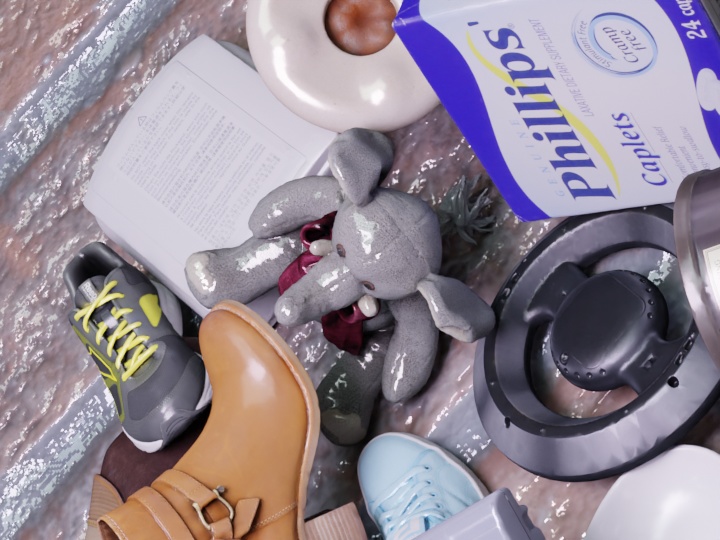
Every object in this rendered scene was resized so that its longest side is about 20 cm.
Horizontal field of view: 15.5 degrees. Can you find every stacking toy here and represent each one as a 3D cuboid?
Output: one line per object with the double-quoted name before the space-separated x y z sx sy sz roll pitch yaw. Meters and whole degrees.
"stacking toy" 0.000 -0.143 1.748 0.145 0.200 0.147 0 80 0

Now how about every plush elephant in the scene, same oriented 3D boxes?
"plush elephant" 0.000 0.000 1.669 0.200 0.155 0.165 -37 83 2

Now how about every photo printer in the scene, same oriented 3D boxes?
"photo printer" -0.098 -0.065 1.841 0.200 0.069 0.167 37 92 41

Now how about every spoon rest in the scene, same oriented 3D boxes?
"spoon rest" 0.154 0.190 1.543 0.099 0.061 0.200 35 92 41

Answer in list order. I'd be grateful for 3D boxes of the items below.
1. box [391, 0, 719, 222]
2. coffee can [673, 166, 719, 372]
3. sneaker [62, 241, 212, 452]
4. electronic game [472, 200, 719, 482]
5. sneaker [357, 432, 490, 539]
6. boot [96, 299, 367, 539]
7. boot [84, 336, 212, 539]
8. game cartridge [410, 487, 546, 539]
"box" 0.154 -0.134 1.601 0.199 0.184 0.105 -8 44 34
"coffee can" 0.297 -0.017 1.482 0.199 0.146 0.147 -20 58 27
"sneaker" -0.157 0.050 1.762 0.074 0.085 0.200 -43 30 5
"electronic game" 0.153 0.038 1.624 0.200 0.042 0.201 -24 48 29
"sneaker" 0.046 0.164 1.619 0.074 0.082 0.200 -45 50 8
"boot" -0.097 0.127 1.615 0.077 0.155 0.201 -29 81 61
"boot" -0.105 0.120 1.739 0.200 0.072 0.167 1 65 53
"game cartridge" 0.084 0.238 1.512 0.133 0.040 0.200 -35 81 41
